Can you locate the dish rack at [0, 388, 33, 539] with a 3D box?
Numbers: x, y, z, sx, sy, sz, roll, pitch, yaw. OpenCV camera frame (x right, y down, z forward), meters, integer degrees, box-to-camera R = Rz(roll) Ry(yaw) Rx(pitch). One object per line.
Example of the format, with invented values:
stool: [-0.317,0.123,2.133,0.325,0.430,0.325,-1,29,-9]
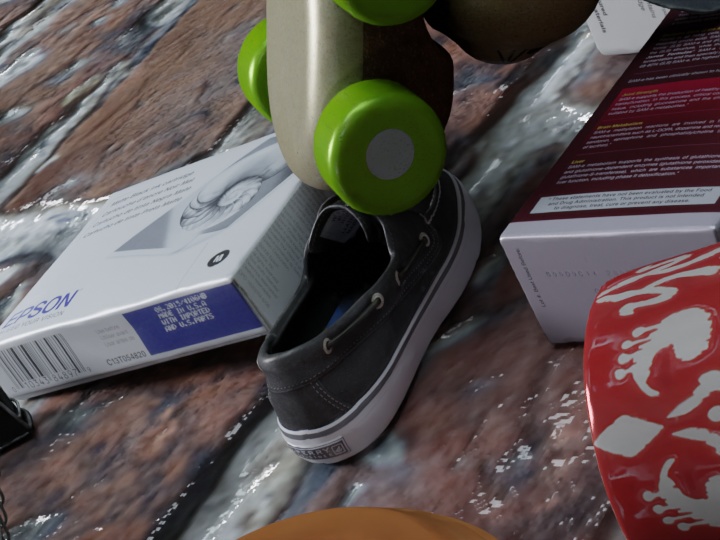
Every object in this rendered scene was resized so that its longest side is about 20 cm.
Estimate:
dish rack: [-0.225,0.127,0.856,0.153,0.055,0.200,-30,29,0]

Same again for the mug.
mug: [0.173,0.041,0.549,0.199,0.134,0.178,-16,27,30]

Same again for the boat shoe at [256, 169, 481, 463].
boat shoe: [0.000,0.000,0.846,0.069,0.067,0.201,-10,32,31]

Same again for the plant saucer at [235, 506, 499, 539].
plant saucer: [-0.028,0.150,0.647,0.199,0.038,0.201,-23,27,12]

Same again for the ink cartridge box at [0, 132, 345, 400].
ink cartridge box: [-0.079,-0.025,0.966,0.198,0.041,0.200,-16,27,39]

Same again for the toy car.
toy car: [0.057,-0.121,0.852,0.198,0.159,0.164,-6,21,-17]

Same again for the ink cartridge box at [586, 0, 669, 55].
ink cartridge box: [0.222,-0.188,0.943,0.199,0.084,0.146,1,39,43]

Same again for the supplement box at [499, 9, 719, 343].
supplement box: [0.157,-0.054,0.798,0.108,0.061,0.200,-1,38,42]
